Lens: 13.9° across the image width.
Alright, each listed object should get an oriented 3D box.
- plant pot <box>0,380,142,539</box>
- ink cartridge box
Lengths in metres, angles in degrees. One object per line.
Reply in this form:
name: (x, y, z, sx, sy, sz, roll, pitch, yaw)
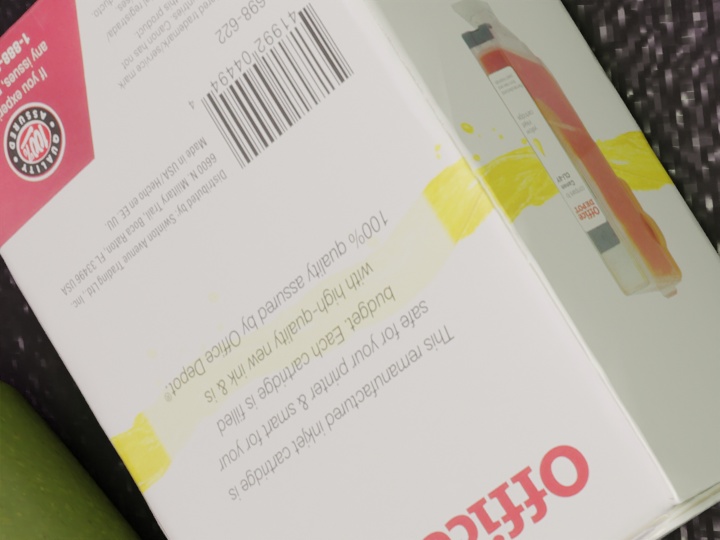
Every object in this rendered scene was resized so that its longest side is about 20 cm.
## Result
plant pot: (-0.104, 0.136, 0.819, 0.200, 0.200, 0.190, -50, 59, 33)
ink cartridge box: (0.000, 0.000, 0.756, 0.145, 0.083, 0.200, -38, 78, 36)
